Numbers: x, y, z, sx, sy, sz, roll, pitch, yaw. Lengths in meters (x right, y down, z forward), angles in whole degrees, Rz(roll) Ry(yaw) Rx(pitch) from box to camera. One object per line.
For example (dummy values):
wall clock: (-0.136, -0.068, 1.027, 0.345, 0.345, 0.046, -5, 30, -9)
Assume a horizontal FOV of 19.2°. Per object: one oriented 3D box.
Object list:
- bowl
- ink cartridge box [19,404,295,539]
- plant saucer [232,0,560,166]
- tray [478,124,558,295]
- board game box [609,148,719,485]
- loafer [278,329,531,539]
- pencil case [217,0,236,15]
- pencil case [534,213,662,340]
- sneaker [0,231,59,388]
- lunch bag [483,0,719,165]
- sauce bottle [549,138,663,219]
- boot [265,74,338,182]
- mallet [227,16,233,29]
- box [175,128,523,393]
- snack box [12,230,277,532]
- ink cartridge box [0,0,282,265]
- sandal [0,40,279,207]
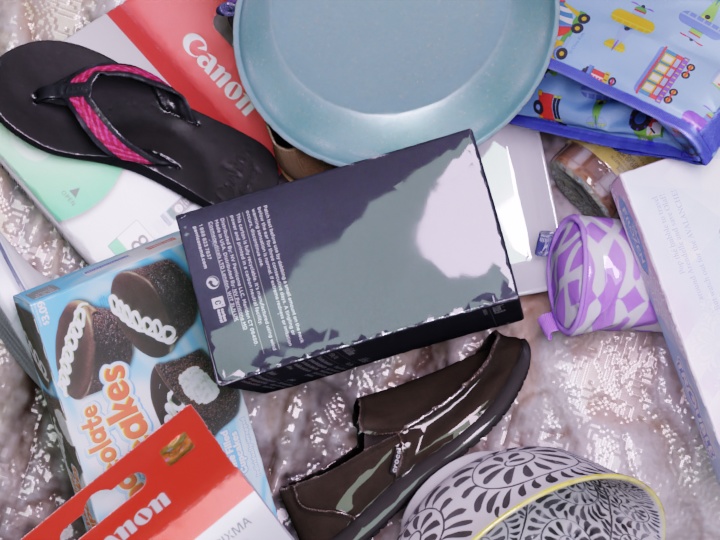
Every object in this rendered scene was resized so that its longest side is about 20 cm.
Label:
bowl: (0.085, 0.177, 1.335, 0.200, 0.201, 0.094, -33, 49, -9)
ink cartridge box: (-0.114, 0.199, 1.292, 0.162, 0.201, 0.057, -39, 50, -9)
plant saucer: (0.020, -0.154, 1.283, 0.198, 0.036, 0.201, -5, 124, -7)
tray: (0.067, -0.077, 1.418, 0.106, 0.022, 0.202, -11, 85, -8)
board game box: (0.281, 0.005, 1.319, 0.197, 0.043, 0.202, -18, 82, -8)
loafer: (0.027, 0.103, 1.366, 0.200, 0.073, 0.071, -43, 91, -9)
pencil case: (0.000, -0.220, 1.322, 0.198, 0.085, 0.085, -14, 90, -9)
pencil case: (0.216, 0.014, 1.384, 0.198, 0.084, 0.086, 5, 117, -11)
sneaker: (-0.184, 0.040, 1.360, 0.071, 0.073, 0.201, -37, 98, -18)
lunch bag: (0.185, -0.153, 1.339, 0.199, 0.094, 0.151, 22, 64, 38)
sauce bottle: (0.212, -0.118, 1.419, 0.065, 0.065, 0.200, 45, 79, 0)
boot: (-0.016, -0.154, 1.372, 0.073, 0.075, 0.202, 6, 71, 21)
mallet: (-0.135, -0.203, 1.389, 0.198, 0.041, 0.066, 14, 63, -8)
box: (0.000, 0.000, 1.298, 0.180, 0.200, 0.105, -15, 84, 3)
snack box: (-0.130, 0.090, 1.315, 0.115, 0.037, 0.202, -23, 108, -23)
ink cartridge box: (-0.128, -0.098, 1.388, 0.200, 0.050, 0.161, -43, 89, -7)
sandal: (-0.140, -0.095, 1.343, 0.199, 0.045, 0.076, 22, 68, -11)
